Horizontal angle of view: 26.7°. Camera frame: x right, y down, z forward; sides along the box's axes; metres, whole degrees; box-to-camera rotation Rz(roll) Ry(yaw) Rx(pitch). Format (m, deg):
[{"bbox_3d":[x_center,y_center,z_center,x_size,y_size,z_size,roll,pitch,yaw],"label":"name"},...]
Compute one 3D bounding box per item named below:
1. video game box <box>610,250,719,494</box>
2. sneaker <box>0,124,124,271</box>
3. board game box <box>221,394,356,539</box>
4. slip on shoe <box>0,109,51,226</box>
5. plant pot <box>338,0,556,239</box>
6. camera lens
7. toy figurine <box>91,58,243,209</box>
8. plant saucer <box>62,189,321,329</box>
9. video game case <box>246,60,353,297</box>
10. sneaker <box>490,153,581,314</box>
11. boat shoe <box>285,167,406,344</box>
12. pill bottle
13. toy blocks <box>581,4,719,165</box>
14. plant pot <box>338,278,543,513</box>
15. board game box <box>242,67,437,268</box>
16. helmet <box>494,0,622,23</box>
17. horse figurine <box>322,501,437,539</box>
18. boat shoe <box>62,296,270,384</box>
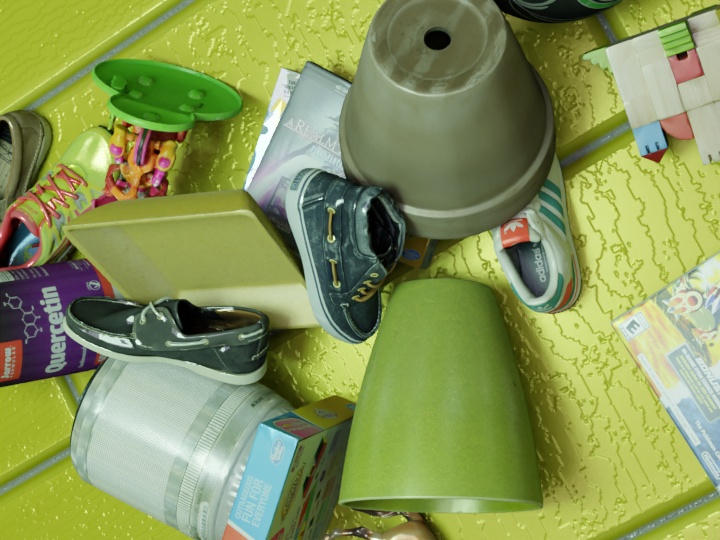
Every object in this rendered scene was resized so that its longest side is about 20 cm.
[{"bbox_3d":[0.352,0.080,1.353,0.182,0.047,0.201,-35,82,14],"label":"video game box"},{"bbox_3d":[-0.312,-0.060,1.539,0.078,0.090,0.201,33,93,17],"label":"sneaker"},{"bbox_3d":[-0.063,0.205,1.416,0.040,0.200,0.154,21,98,16],"label":"board game box"},{"bbox_3d":[-0.385,-0.073,1.583,0.076,0.061,0.201,30,101,15],"label":"slip on shoe"},{"bbox_3d":[0.073,-0.154,1.316,0.198,0.174,0.202,-2,64,4],"label":"plant pot"},{"bbox_3d":[-0.168,0.165,1.470,0.199,0.160,0.161,24,100,16],"label":"camera lens"},{"bbox_3d":[-0.208,-0.087,1.474,0.149,0.200,0.186,14,111,-3],"label":"toy figurine"},{"bbox_3d":[-0.142,-0.012,1.411,0.198,0.200,0.049,-3,58,24],"label":"plant saucer"},{"bbox_3d":[-0.033,-0.078,1.452,0.142,0.019,0.201,29,102,15],"label":"video game case"},{"bbox_3d":[0.150,-0.056,1.388,0.070,0.093,0.202,-15,88,18],"label":"sneaker"},{"bbox_3d":[0.000,0.000,1.358,0.090,0.071,0.201,16,143,34],"label":"boat shoe"},{"bbox_3d":[-0.331,0.054,1.493,0.112,0.198,0.114,26,120,55],"label":"pill bottle"},{"bbox_3d":[0.310,-0.158,1.339,0.198,0.100,0.138,-17,98,18],"label":"toy blocks"},{"bbox_3d":[0.074,0.115,1.389,0.185,0.187,0.202,-3,77,18],"label":"plant pot"},{"bbox_3d":[-0.005,-0.100,1.469,0.199,0.034,0.136,21,99,16],"label":"board game box"},{"bbox_3d":[0.179,-0.312,1.317,0.199,0.190,0.202,9,103,45],"label":"helmet"},{"bbox_3d":[0.041,0.301,1.461,0.131,0.050,0.202,-14,82,6],"label":"horse figurine"},{"bbox_3d":[-0.182,0.049,1.427,0.198,0.072,0.068,11,128,5],"label":"boat shoe"}]
